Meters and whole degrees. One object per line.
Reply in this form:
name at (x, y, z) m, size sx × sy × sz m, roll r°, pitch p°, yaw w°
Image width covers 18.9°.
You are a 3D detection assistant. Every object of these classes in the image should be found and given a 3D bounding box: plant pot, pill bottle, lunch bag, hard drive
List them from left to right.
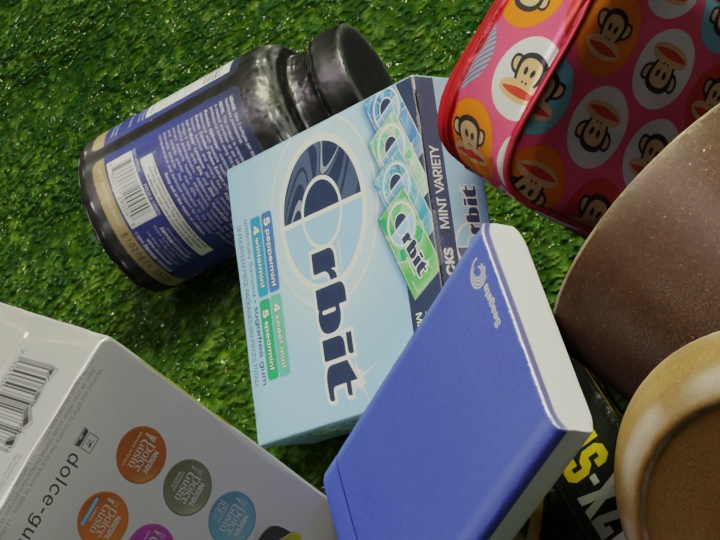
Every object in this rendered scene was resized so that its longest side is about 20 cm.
pill bottle at (-0.075, -0.076, 1.399) m, size 0.199 × 0.112 × 0.113 m, roll -26°, pitch 46°, yaw 20°
hard drive at (0.043, 0.093, 1.094) m, size 0.201 × 0.025 × 0.133 m, roll -59°, pitch 35°, yaw 38°
lunch bag at (0.150, -0.101, 1.163) m, size 0.082 × 0.199 × 0.177 m, roll 34°, pitch 96°, yaw 47°
plant pot at (0.202, 0.119, 0.982) m, size 0.199 × 0.202 × 0.027 m, roll -4°, pitch 24°, yaw 36°
plant pot at (0.225, 0.040, 1.037) m, size 0.187 × 0.187 × 0.200 m, roll -43°, pitch 65°, yaw 2°

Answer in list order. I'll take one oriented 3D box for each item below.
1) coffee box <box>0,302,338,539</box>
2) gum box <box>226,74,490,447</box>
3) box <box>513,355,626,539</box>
coffee box at (-0.165, 0.156, 1.207) m, size 0.199 × 0.197 × 0.201 m, roll 11°, pitch 66°, yaw 56°
gum box at (0.000, 0.000, 1.233) m, size 0.199 × 0.044 × 0.172 m, roll -23°, pitch 71°, yaw 54°
box at (0.090, 0.145, 1.150) m, size 0.159 × 0.049 × 0.201 m, roll -36°, pitch 43°, yaw 8°
